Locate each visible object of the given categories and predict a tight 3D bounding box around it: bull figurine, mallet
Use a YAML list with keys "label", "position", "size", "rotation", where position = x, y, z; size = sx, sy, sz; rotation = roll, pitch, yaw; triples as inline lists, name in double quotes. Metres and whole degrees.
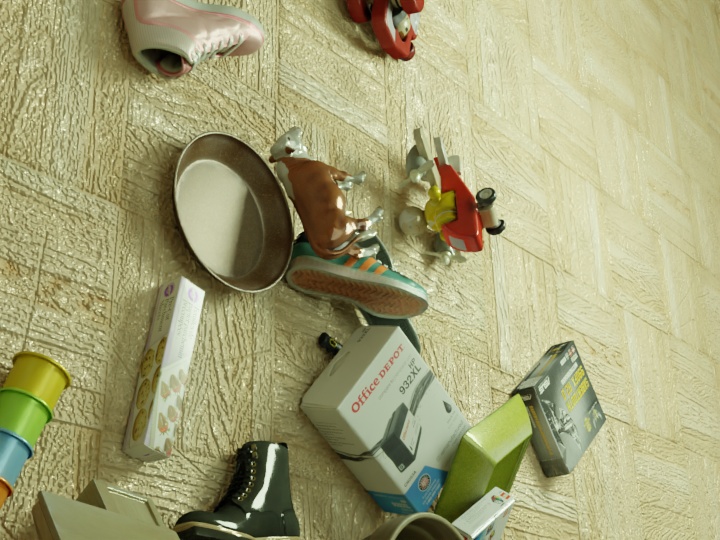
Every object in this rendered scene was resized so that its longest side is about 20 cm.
- label: "bull figurine"
  position: [-0.045, -0.096, 1.379]
  size: [0.120, 0.065, 0.202]
  rotation: [-1, 56, -29]
- label: "mallet"
  position: [0.015, 0.149, 1.438]
  size: [0.199, 0.041, 0.067]
  rotation: [31, 53, -36]

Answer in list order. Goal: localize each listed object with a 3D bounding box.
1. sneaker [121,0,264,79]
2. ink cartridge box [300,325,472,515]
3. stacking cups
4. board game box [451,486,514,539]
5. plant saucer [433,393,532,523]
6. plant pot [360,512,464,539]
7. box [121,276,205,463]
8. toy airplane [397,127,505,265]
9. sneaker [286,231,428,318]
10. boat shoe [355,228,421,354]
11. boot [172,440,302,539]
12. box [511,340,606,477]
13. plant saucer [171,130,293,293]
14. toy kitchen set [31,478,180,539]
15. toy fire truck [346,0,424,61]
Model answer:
- label: "sneaker"
  position: [-0.199, -0.271, 1.303]
  size: [0.199, 0.075, 0.106]
  rotation: [10, 62, -43]
- label: "ink cartridge box"
  position: [0.039, 0.191, 1.373]
  size: [0.145, 0.083, 0.201]
  rotation: [-50, 116, -29]
- label: "stacking cups"
  position: [-0.328, 0.168, 0.954]
  size: [0.061, 0.060, 0.202]
  rotation: [46, 46, -30]
- label: "board game box"
  position: [0.130, 0.388, 1.376]
  size: [0.126, 0.034, 0.202]
  rotation: [-19, 131, -55]
- label: "plant saucer"
  position: [0.166, 0.288, 1.449]
  size: [0.199, 0.047, 0.202]
  rotation: [-19, 131, -59]
- label: "plant pot"
  position: [0.017, 0.387, 1.209]
  size: [0.199, 0.172, 0.203]
  rotation: [28, 53, -44]
- label: "box"
  position: [-0.209, 0.104, 1.149]
  size: [0.039, 0.041, 0.202]
  rotation: [36, 49, -38]
- label: "toy airplane"
  position: [0.117, -0.106, 1.622]
  size: [0.202, 0.140, 0.199]
  rotation: [63, -2, 3]
- label: "sneaker"
  position: [0.000, 0.000, 1.403]
  size: [0.198, 0.072, 0.081]
  rotation: [18, 49, -17]
- label: "boat shoe"
  position: [0.027, 0.037, 1.472]
  size: [0.204, 0.074, 0.065]
  rotation: [64, 2, 4]
- label: "boot"
  position: [-0.138, 0.242, 1.165]
  size: [0.200, 0.077, 0.140]
  rotation: [35, 43, -57]
- label: "box"
  position: [0.339, 0.231, 1.818]
  size: [0.200, 0.048, 0.160]
  rotation: [-33, 101, -54]
- label: "plant saucer"
  position: [-0.160, -0.067, 1.296]
  size: [0.199, 0.036, 0.203]
  rotation: [27, 54, -44]
- label: "toy kitchen set"
  position: [-0.261, 0.312, 0.960]
  size: [0.163, 0.181, 0.200]
  rotation: [34, 10, -44]
- label: "toy fire truck"
  position: [0.060, -0.427, 1.707]
  size: [0.168, 0.111, 0.202]
  rotation: [55, 35, -52]
